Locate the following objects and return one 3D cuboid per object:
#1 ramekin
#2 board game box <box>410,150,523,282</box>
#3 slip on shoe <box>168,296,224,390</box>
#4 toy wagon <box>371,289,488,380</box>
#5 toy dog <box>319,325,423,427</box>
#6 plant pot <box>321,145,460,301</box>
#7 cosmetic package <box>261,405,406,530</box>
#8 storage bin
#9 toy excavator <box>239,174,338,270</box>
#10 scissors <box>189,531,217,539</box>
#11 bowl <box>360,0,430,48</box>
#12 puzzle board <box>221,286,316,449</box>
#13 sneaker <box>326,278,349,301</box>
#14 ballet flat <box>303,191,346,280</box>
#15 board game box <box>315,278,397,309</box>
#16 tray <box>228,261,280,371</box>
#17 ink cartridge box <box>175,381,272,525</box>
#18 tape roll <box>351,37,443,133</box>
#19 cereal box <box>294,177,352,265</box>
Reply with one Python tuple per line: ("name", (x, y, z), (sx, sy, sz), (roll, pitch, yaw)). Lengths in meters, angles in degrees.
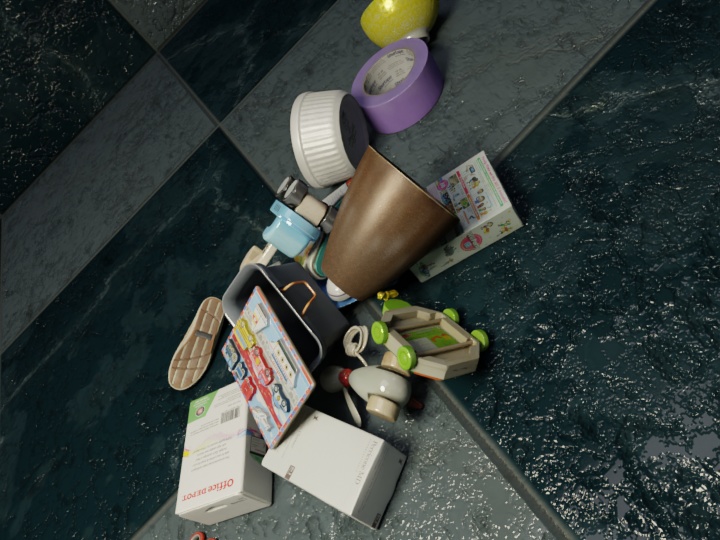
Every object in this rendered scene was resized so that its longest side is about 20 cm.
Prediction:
("ramekin", (-0.057, -0.282, 1.224), (0.102, 0.201, 0.204), (-5, 55, 23))
("board game box", (0.161, -0.093, 1.000), (0.197, 0.064, 0.150), (-31, 46, 18))
("slip on shoe", (-0.344, 0.155, 1.223), (0.061, 0.074, 0.205), (138, 151, -72))
("toy wagon", (0.091, 0.091, 0.868), (0.199, 0.152, 0.041), (39, 126, 48))
("toy dog", (0.025, 0.183, 0.902), (0.133, 0.096, 0.199), (-54, 28, -4))
("plant pot", (0.028, -0.060, 0.926), (0.202, 0.185, 0.188), (-52, 41, 12))
("cosmetic package", (-0.042, 0.286, 0.864), (0.197, 0.081, 0.115), (6, 61, 42))
("storage bin", (-0.111, 0.071, 0.980), (0.201, 0.134, 0.146), (48, 120, 11))
("toy excavator", (-0.147, -0.062, 1.053), (0.202, 0.099, 0.194), (-55, 22, -1))
("scissors", (-0.272, 0.527, 0.918), (0.072, 0.014, 0.204), (-11, 54, 29))
("bowl", (0.108, -0.578, 1.355), (0.197, 0.199, 0.110), (-25, 88, 21))
("puzzle board", (-0.152, 0.149, 0.897), (0.201, 0.017, 0.152), (53, 124, 32))
("sneaker", (-0.020, -0.054, 1.024), (0.071, 0.115, 0.204), (11, 62, 34))
("ballet flat", (-0.057, -0.071, 1.100), (0.068, 0.070, 0.203), (4, 58, 40))
("board game box", (0.000, 0.000, 1.078), (0.196, 0.039, 0.160), (-23, 47, 12))
("tray", (-0.194, 0.089, 1.092), (0.106, 0.022, 0.205), (-20, 52, 44))
("ink cartridge box", (-0.227, 0.310, 0.990), (0.142, 0.084, 0.204), (-25, 46, 22))
("tape roll", (0.081, -0.413, 1.288), (0.196, 0.085, 0.204), (-21, 47, 24))
("cereal box", (-0.056, -0.088, 1.185), (0.198, 0.040, 0.146), (-35, 46, 11))
